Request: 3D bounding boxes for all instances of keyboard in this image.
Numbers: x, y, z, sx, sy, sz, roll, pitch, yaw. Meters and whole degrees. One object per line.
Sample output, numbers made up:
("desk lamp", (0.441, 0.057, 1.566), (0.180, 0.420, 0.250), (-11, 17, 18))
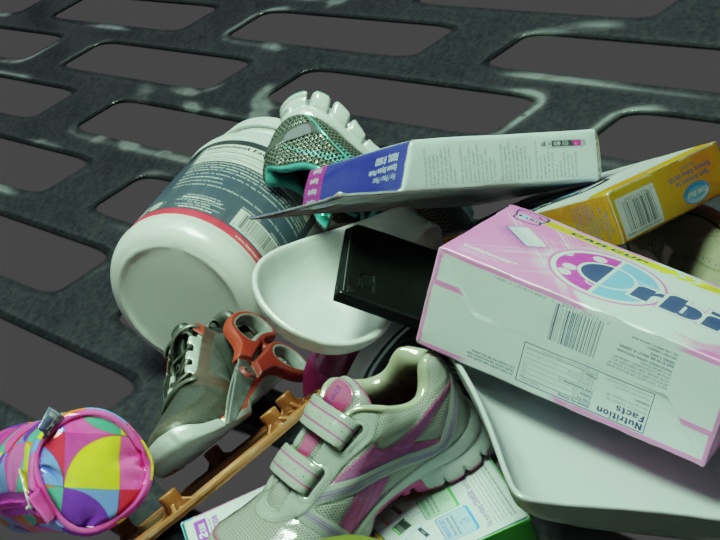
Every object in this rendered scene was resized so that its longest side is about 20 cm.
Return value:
("keyboard", (0.076, 0.043, 1.022), (0.198, 0.021, 0.128), (19, 41, -9))

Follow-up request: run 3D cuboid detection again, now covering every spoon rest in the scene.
("spoon rest", (0.000, 0.000, 1.066), (0.099, 0.061, 0.200), (33, 33, 17))

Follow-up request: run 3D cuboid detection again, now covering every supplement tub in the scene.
("supplement tub", (-0.107, -0.027, 1.278), (0.139, 0.141, 0.200), (-5, 30, 28))

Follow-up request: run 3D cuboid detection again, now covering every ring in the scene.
("ring", (-0.106, 0.137, 1.000), (0.200, 0.019, 0.200), (-38, 1, 1))

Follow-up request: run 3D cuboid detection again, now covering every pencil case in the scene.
("pencil case", (-0.207, 0.139, 1.039), (0.088, 0.089, 0.200), (-34, 5, -24))

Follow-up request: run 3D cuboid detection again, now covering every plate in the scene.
("plate", (0.156, 0.102, 0.895), (0.198, 0.033, 0.200), (8, 23, -13))

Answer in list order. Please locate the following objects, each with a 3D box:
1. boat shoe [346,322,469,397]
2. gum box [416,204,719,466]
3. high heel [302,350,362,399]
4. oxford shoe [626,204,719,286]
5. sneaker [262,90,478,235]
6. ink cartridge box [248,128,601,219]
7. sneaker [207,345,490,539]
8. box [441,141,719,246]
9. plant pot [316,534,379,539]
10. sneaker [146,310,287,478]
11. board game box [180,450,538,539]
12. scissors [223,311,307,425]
("boat shoe", (0.080, 0.055, 1.079), (0.199, 0.072, 0.068), (-26, 25, -26))
("gum box", (0.149, 0.035, 0.918), (0.199, 0.067, 0.113), (23, 25, 22))
("high heel", (0.029, 0.051, 1.157), (0.067, 0.096, 0.200), (33, 33, 17))
("oxford shoe", (0.237, 0.007, 1.051), (0.074, 0.071, 0.200), (-35, 28, -15))
("sneaker", (0.003, -0.055, 1.241), (0.091, 0.199, 0.078), (-58, 1, -37))
("ink cartridge box", (0.040, -0.068, 1.106), (0.198, 0.044, 0.196), (-3, -1, -23))
("sneaker", (-0.015, 0.112, 0.922), (0.199, 0.089, 0.081), (-35, 30, -25))
("box", (0.150, -0.038, 1.086), (0.119, 0.042, 0.199), (-25, 4, -35))
("plant pot", (-0.036, 0.219, 0.763), (0.186, 0.189, 0.200), (-7, 15, 25))
("sneaker", (-0.120, 0.082, 1.099), (0.077, 0.082, 0.200), (-37, 3, 18))
("board game box", (-0.004, 0.170, 0.952), (0.199, 0.041, 0.153), (-23, 27, -5))
("scissors", (-0.085, 0.066, 1.062), (0.014, 0.073, 0.200), (-49, -6, 16))
